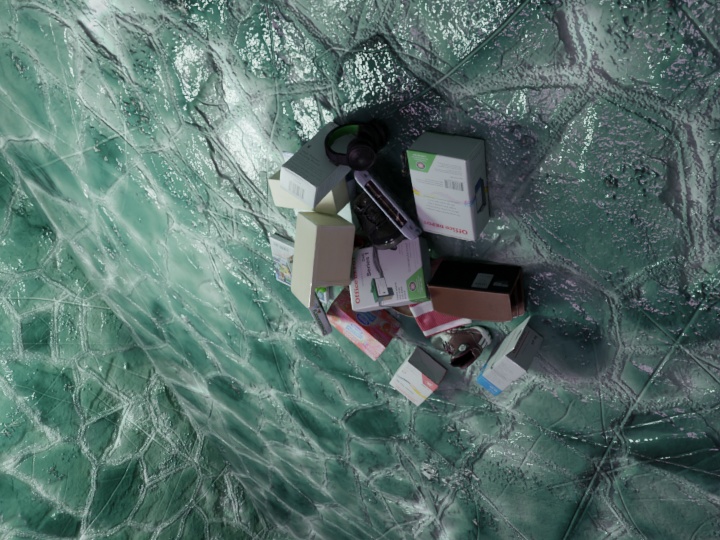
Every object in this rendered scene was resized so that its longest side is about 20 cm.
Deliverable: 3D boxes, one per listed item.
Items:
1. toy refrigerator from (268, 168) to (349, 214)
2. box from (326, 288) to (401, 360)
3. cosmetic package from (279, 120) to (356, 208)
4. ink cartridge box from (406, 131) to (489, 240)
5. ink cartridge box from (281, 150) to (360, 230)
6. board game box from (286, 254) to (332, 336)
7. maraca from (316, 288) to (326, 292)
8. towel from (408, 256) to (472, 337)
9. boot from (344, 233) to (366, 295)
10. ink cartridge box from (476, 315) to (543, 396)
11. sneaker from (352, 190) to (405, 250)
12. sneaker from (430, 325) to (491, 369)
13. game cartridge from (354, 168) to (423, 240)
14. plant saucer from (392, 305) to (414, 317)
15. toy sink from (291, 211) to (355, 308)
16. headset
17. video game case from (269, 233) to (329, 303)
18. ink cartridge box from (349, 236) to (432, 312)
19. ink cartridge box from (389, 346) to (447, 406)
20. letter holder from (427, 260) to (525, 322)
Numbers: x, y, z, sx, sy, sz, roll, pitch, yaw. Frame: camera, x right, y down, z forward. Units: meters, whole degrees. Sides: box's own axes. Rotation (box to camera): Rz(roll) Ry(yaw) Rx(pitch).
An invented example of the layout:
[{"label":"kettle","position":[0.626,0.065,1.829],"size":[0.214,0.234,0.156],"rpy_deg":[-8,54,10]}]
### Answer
[{"label":"toy refrigerator","position":[-0.126,-0.198,1.596],"size":[0.195,0.070,0.078],"rpy_deg":[10,129,33]},{"label":"box","position":[0.005,0.145,1.868],"size":[0.199,0.103,0.095],"rpy_deg":[40,145,4]},{"label":"cosmetic package","position":[-0.087,-0.242,1.466],"size":[0.100,0.201,0.075],"rpy_deg":[31,144,10]},{"label":"ink cartridge box","position":[0.188,-0.177,1.373],"size":[0.142,0.088,0.204],"rpy_deg":[16,136,33]},{"label":"ink cartridge box","position":[-0.097,-0.207,1.650],"size":[0.195,0.041,0.204],"rpy_deg":[19,138,27]},{"label":"board game box","position":[-0.140,0.068,1.784],"size":[0.127,0.034,0.203],"rpy_deg":[-118,3,-54]},{"label":"maraca","position":[-0.114,-0.032,1.725],"size":[0.105,0.203,0.138],"rpy_deg":[-23,125,26]},{"label":"towel","position":[0.186,0.072,1.636],"size":[0.141,0.023,0.203],"rpy_deg":[-19,115,22]},{"label":"boot","position":[0.000,0.000,1.700],"size":[0.200,0.071,0.154],"rpy_deg":[45,147,51]},{"label":"ink cartridge box","position":[0.370,0.210,1.578],"size":[0.066,0.116,0.201],"rpy_deg":[36,145,4]},{"label":"sneaker","position":[0.036,-0.121,1.533],"size":[0.116,0.075,0.200],"rpy_deg":[60,174,-28]},{"label":"sneaker","position":[0.240,0.205,1.695],"size":[0.197,0.116,0.076],"rpy_deg":[-16,118,49]},{"label":"game cartridge","position":[0.067,-0.154,1.480],"size":[0.040,0.133,0.201],"rpy_deg":[-42,88,17]},{"label":"plant saucer","position":[0.112,0.035,1.711],"size":[0.196,0.035,0.204],"rpy_deg":[25,140,22]},{"label":"toy sink","position":[-0.089,-0.027,1.567],"size":[0.130,0.109,0.206],"rpy_deg":[35,122,58]},{"label":"headset","position":[0.016,-0.260,1.423],"size":[0.195,0.125,0.096],"rpy_deg":[14,140,22]},{"label":"video game case","position":[-0.182,-0.005,1.956],"size":[0.196,0.023,0.185],"rpy_deg":[23,140,23]},{"label":"ink cartridge box","position":[0.070,0.013,1.572],"size":[0.195,0.084,0.151],"rpy_deg":[-11,81,21]},{"label":"ink cartridge box","position":[0.163,0.326,1.934],"size":[0.115,0.068,0.201],"rpy_deg":[37,144,6]},{"label":"letter holder","position":[0.273,0.071,1.511],"size":[0.195,0.101,0.145],"rpy_deg":[6,128,30]}]
